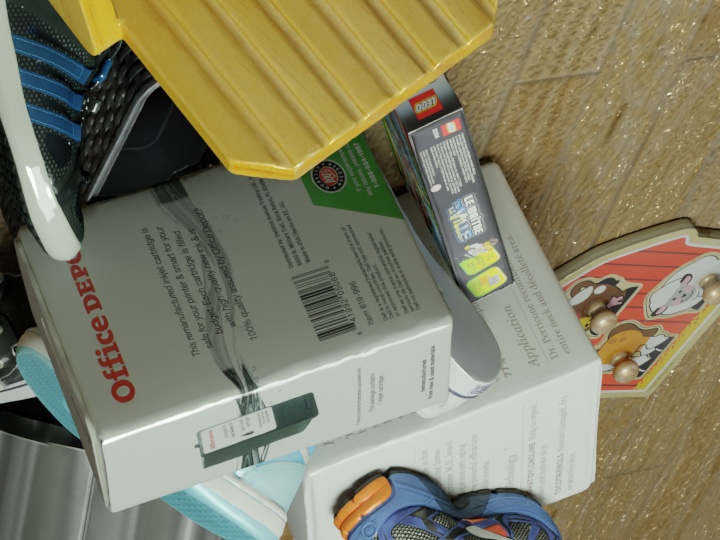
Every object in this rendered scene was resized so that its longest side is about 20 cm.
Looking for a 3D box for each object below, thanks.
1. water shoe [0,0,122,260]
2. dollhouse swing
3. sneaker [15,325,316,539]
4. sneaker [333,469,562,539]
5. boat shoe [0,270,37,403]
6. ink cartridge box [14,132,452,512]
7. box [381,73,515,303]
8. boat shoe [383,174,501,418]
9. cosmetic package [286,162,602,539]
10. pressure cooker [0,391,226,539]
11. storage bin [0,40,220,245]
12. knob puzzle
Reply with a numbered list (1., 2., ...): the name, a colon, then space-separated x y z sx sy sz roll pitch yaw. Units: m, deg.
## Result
1. water shoe: -0.154 -0.102 1.399 0.078 0.072 0.201 -18 114 -13
2. dollhouse swing: -0.044 -0.179 1.297 0.199 0.176 0.182 -35 151 -14
3. sneaker: -0.098 0.057 1.586 0.200 0.079 0.131 41 70 -30
4. sneaker: 0.062 0.183 1.720 0.199 0.079 0.075 13 133 -47
5. boat shoe: -0.222 0.035 1.615 0.198 0.074 0.068 -17 149 21
6. ink cartridge box: -0.068 0.024 1.473 0.199 0.147 0.083 -17 147 -12
7. box: 0.040 -0.075 1.617 0.035 0.110 0.200 -24 148 -2
8. boat shoe: 0.000 0.000 1.633 0.065 0.201 0.073 -37 175 35
9. cosmetic package: 0.030 0.068 1.762 0.199 0.168 0.167 -19 149 -9
10. pressure cooker: -0.155 0.135 1.693 0.175 0.178 0.202 5 96 -54
11. storage bin: -0.107 -0.074 1.529 0.134 0.094 0.200 -3 142 -34
12. knob puzzle: 0.181 0.039 1.962 0.218 0.031 0.220 -18 148 -12
